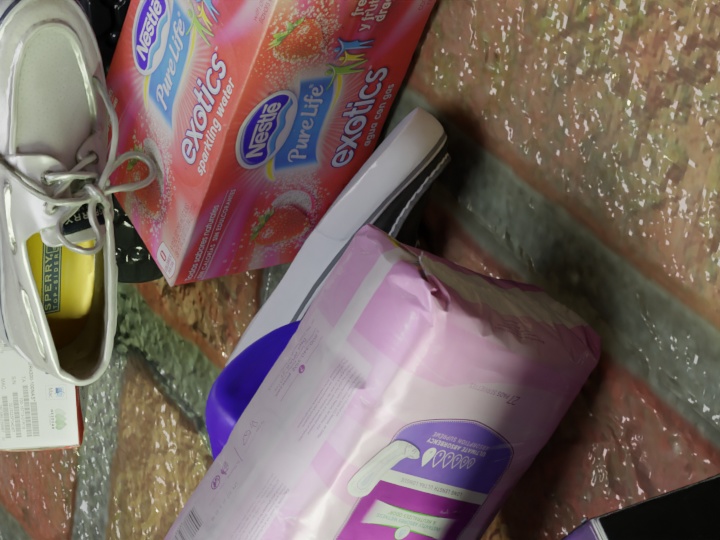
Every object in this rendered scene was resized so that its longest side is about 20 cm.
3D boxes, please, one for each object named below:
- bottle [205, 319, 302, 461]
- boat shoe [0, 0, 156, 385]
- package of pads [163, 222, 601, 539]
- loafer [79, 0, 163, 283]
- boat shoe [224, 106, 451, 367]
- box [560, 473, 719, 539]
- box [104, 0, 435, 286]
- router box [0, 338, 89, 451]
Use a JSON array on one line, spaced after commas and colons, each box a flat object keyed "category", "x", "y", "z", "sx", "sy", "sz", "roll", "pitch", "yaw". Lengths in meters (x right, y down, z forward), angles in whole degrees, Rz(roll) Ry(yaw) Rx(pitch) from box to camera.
[{"category": "bottle", "x": -0.024, "y": 0.115, "z": 1.201, "sx": 0.065, "sy": 0.083, "sz": 0.200, "roll": 34, "pitch": 148, "yaw": 32}, {"category": "boat shoe", "x": -0.140, "y": -0.034, "z": 1.183, "sx": 0.086, "sy": 0.074, "sz": 0.203, "roll": 36, "pitch": 131, "yaw": 47}, {"category": "package of pads", "x": 0.004, "y": 0.084, "z": 1.082, "sx": 0.200, "sy": 0.120, "sz": 0.076, "roll": -57, "pitch": 44, "yaw": 13}, {"category": "loafer", "x": -0.119, "y": -0.091, "z": 1.319, "sx": 0.070, "sy": 0.068, "sz": 0.201, "roll": -105, "pitch": 13, "yaw": -63}, {"category": "boat shoe", "x": 0.000, "y": 0.000, "z": 1.182, "sx": 0.057, "sy": 0.069, "sz": 0.200, "roll": 36, "pitch": 136, "yaw": 0}, {"category": "box", "x": 0.114, "y": 0.190, "z": 1.038, "sx": 0.200, "sy": 0.104, "sz": 0.148, "roll": -48, "pitch": 63, "yaw": 50}, {"category": "box", "x": -0.048, "y": -0.102, "z": 1.177, "sx": 0.103, "sy": 0.094, "sz": 0.200, "roll": 56, "pitch": 141, "yaw": 30}, {"category": "router box", "x": -0.176, "y": -0.027, "z": 1.349, "sx": 0.180, "sy": 0.049, "sz": 0.201, "roll": -103, "pitch": 10, "yaw": -73}]
